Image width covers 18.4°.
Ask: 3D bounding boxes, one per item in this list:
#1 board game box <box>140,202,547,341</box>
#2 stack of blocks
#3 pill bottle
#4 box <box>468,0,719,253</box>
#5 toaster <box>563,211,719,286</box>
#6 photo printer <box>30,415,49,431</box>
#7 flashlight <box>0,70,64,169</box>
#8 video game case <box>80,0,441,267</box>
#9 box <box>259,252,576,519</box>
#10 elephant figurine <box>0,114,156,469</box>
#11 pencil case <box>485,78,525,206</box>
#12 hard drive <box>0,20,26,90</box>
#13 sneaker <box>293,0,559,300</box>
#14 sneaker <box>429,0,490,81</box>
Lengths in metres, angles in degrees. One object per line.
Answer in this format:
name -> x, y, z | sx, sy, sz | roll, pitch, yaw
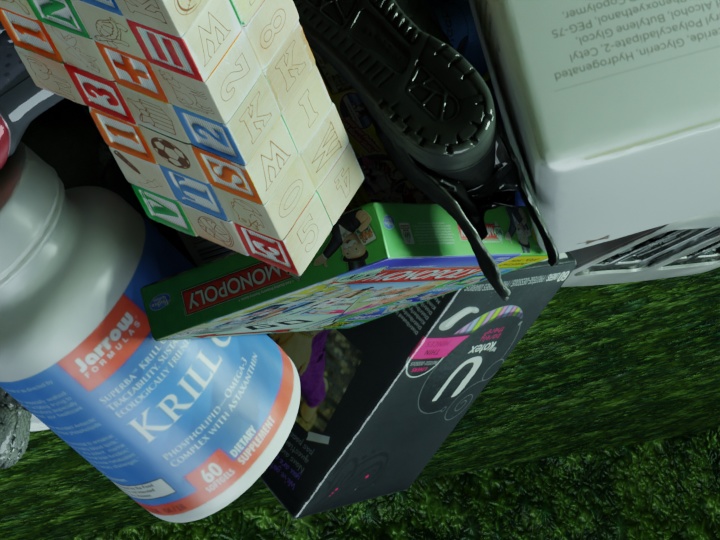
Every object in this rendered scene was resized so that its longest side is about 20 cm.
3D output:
board game box -> 0.000, 0.000, 1.108 | 0.134, 0.029, 0.200 | -19, 172, 27
stack of blocks -> -0.082, -0.090, 0.927 | 0.115, 0.059, 0.200 | 22, 156, 28
pill bottle -> -0.131, 0.029, 1.124 | 0.112, 0.113, 0.200 | -22, 129, 35
box -> 0.156, -0.127, 1.058 | 0.199, 0.173, 0.199 | -14, 169, 2
toaster -> 0.210, -0.070, 1.523 | 0.180, 0.120, 0.200 | -3, 165, -38
photo printer -> -0.169, 0.021, 1.418 | 0.199, 0.167, 0.070 | -9, 134, -22
flashlight -> -0.138, -0.102, 1.036 | 0.199, 0.068, 0.068 | -33, 148, 13
video game case -> -0.041, -0.085, 1.116 | 0.180, 0.026, 0.201 | -17, 129, 15
box -> 0.015, 0.037, 1.330 | 0.122, 0.106, 0.200 | -7, 138, -53
elephant figurine -> -0.165, 0.019, 1.247 | 0.141, 0.201, 0.155 | 11, 174, 23
pencil case -> 0.127, -0.095, 1.217 | 0.200, 0.087, 0.078 | -38, -177, -10
hard drive -> -0.217, -0.111, 0.913 | 0.135, 0.042, 0.200 | -38, 153, 17
sneaker -> 0.020, -0.086, 1.017 | 0.060, 0.200, 0.104 | -35, 158, -2
sneaker -> -0.014, -0.100, 1.246 | 0.199, 0.066, 0.078 | -27, 167, 33
